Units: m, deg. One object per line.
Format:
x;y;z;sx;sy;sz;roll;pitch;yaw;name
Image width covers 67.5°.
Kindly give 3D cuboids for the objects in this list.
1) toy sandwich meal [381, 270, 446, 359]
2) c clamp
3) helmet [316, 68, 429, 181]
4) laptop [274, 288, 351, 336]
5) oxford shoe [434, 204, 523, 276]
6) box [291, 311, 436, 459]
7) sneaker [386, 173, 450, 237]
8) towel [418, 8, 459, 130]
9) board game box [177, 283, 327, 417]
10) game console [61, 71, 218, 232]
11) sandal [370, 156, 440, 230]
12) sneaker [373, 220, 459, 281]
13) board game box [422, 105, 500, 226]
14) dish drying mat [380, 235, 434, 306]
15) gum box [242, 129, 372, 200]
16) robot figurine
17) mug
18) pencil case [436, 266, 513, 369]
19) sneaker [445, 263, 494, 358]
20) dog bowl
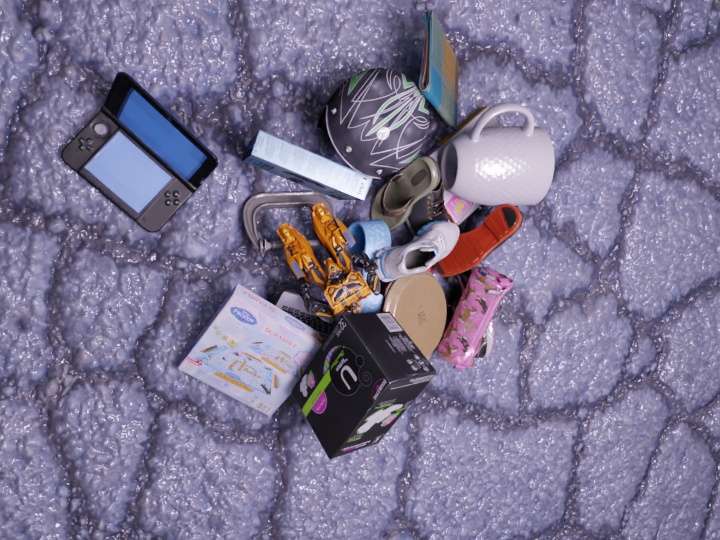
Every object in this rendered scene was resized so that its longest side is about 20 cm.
0.096;0.089;1.047;0.204;0.070;0.207;-6;98;-44;toy sandwich meal
-0.116;-0.071;0.989;0.198;0.027;0.172;1;72;-12;c clamp
0.026;-0.257;0.953;0.198;0.191;0.202;-1;92;-17;helmet
-0.090;0.151;1.004;0.186;0.200;0.117;18;57;-14;laptop
0.236;-0.050;1.056;0.200;0.072;0.072;-35;71;25;oxford shoe
0.000;0.191;0.918;0.124;0.149;0.201;1;131;-46;box
0.139;-0.115;1.046;0.200;0.106;0.075;50;65;-16;sneaker
0.149;-0.359;0.993;0.022;0.200;0.148;1;85;24;towel
-0.191;0.150;0.970;0.199;0.041;0.200;34;115;-18;board game box
-0.364;-0.183;0.882;0.200;0.118;0.171;43;83;-17;game console
0.069;-0.140;0.995;0.057;0.201;0.080;-27;78;-38;sandal
0.122;-0.034;0.971;0.199;0.086;0.075;-31;106;-31;sneaker
0.221;-0.212;1.102;0.200;0.040;0.153;-40;106;-9;board game box
0.092;0.024;1.101;0.077;0.018;0.201;33;86;-17;dish drying mat
-0.098;-0.177;0.939;0.199;0.170;0.045;21;91;-18;gum box
-0.056;-0.010;0.927;0.144;0.058;0.201;-32;75;-6;robot figurine
0.251;-0.215;0.997;0.174;0.148;0.201;-3;134;-12;mug
0.220;0.092;1.049;0.082;0.086;0.201;28;105;19;pencil case
0.222;0.085;1.130;0.086;0.080;0.202;-10;93;-2;sneaker
0.000;0.000;1.015;0.049;0.111;0.202;7;94;-31;dog bowl
